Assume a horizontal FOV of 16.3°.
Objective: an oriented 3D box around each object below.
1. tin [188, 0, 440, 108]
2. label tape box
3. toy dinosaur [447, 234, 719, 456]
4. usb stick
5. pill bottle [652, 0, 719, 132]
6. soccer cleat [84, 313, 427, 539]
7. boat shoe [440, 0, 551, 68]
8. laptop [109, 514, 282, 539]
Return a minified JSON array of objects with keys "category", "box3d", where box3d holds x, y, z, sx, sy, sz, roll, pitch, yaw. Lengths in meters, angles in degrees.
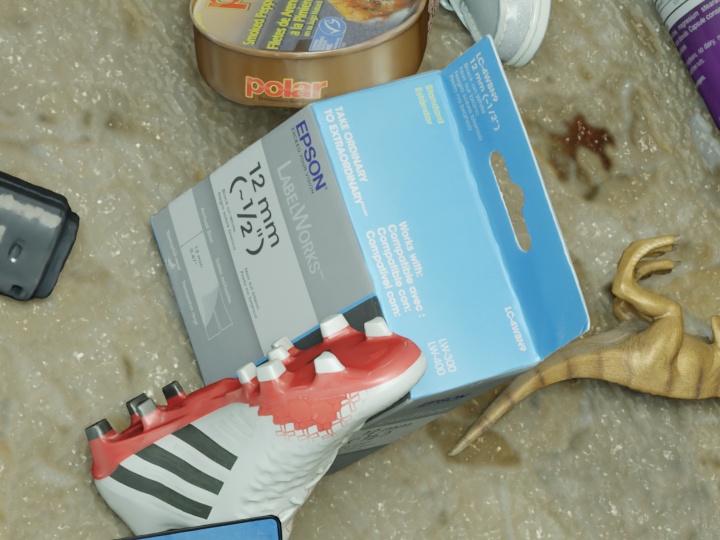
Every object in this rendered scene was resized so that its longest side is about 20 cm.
[{"category":"tin","box3d":[-0.018,-0.136,1.219,0.112,0.042,0.200,6,33,7]},{"category":"label tape box","box3d":[0.000,0.000,1.136,0.066,0.200,0.143,-8,74,-40]},{"category":"toy dinosaur","box3d":[0.142,0.040,1.276,0.200,0.060,0.106,5,70,-24]},{"category":"usb stick","box3d":[-0.226,-0.040,1.137,0.200,0.033,0.056,21,98,-18]},{"category":"pill bottle","box3d":[0.221,-0.143,1.354,0.112,0.112,0.200,-21,81,-31]},{"category":"soccer cleat","box3d":[-0.038,0.079,1.099,0.069,0.200,0.085,-35,101,-50]},{"category":"boat shoe","box3d":[0.047,-0.196,1.316,0.065,0.074,0.202,-8,70,-22]},{"category":"laptop","box3d":[-0.109,0.214,1.016,0.200,0.116,0.188,-28,113,-71]}]
